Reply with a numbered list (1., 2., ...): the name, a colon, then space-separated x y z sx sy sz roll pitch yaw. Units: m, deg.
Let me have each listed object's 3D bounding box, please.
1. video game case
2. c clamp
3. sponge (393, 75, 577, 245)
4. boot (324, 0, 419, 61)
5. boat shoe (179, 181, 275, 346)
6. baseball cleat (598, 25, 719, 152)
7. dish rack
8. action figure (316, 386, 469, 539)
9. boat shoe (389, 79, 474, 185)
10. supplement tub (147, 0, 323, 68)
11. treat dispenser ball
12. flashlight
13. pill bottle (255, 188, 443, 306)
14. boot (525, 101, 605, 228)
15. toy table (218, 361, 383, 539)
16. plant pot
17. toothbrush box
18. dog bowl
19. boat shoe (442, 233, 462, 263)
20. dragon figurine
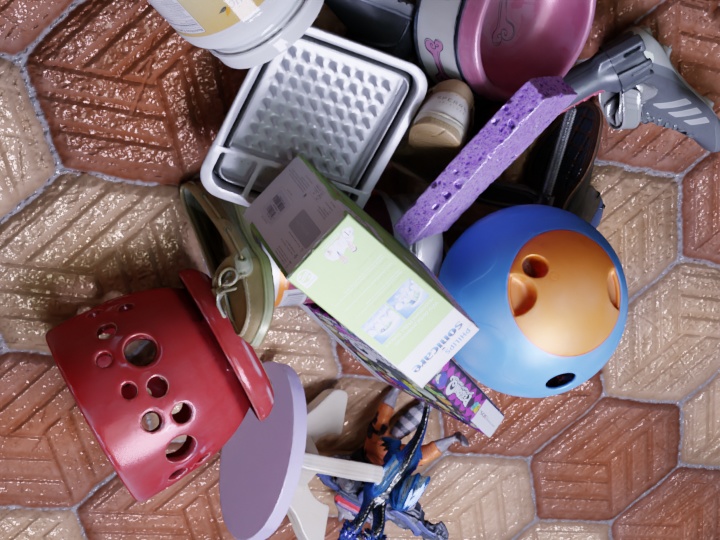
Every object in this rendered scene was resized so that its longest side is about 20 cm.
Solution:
1. video game case: 0.042 0.095 1.538 0.036 0.200 0.181 -54 132 -11
2. c clamp: 0.190 -0.135 1.504 0.171 0.027 0.200 7 109 -4
3. sponge: 0.122 -0.109 1.368 0.200 0.030 0.112 -46 169 23
4. boot: -0.029 -0.199 1.376 0.165 0.066 0.200 18 120 -32
5. boat shoe: -0.132 -0.010 1.376 0.063 0.201 0.073 4 140 -25
6. baseball cleat: 0.326 -0.178 1.542 0.106 0.070 0.200 -49 120 -3
7. dish rack: -0.048 -0.143 1.345 0.171 0.044 0.200 17 122 -23
8. action figure: 0.046 0.246 1.720 0.200 0.105 0.193 39 110 -15
9. boat shoe: 0.080 -0.139 1.415 0.074 0.200 0.069 26 78 -4
10. supplement tub: -0.134 -0.283 1.203 0.144 0.144 0.200 -39 131 7
11. treat dispenser ball: 0.178 0.031 1.459 0.201 0.201 0.201 -12 129 -16
12. flashlight: 0.205 -0.173 1.446 0.200 0.068 0.068 -28 111 4
13. pill bottle: -0.022 -0.026 1.470 0.200 0.114 0.114 -6 127 -21
14. boot: 0.236 -0.096 1.585 0.097 0.075 0.200 -2 119 -54
15. toy table: -0.075 0.215 1.599 0.117 0.184 0.200 19 87 -40
16. plant pot: -0.199 0.109 1.436 0.182 0.200 0.201 -29 132 -7
17. toothbrush box: 0.000 0.000 1.337 0.086 0.146 0.200 -47 124 6
18. dog bowl: 0.149 -0.253 1.366 0.200 0.074 0.200 -23 129 -31
19. boat shoe: 0.155 0.024 1.619 0.202 0.075 0.075 26 117 -37
20. dragon figurine: 0.041 0.239 1.615 0.059 0.099 0.200 33 102 -12
